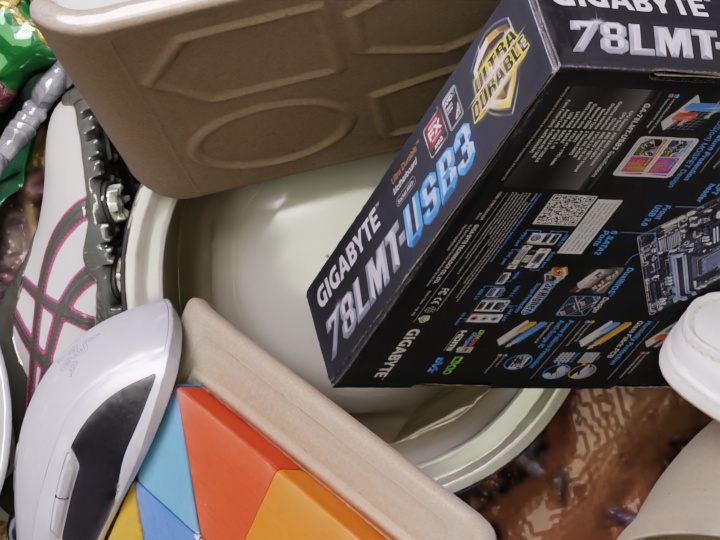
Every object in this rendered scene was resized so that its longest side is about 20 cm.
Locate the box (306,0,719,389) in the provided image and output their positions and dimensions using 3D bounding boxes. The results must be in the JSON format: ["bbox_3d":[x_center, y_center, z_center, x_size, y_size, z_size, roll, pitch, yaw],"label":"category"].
[{"bbox_3d":[0.107,-0.025,0.819,0.198,0.200,0.050,0,56,-27],"label":"box"}]

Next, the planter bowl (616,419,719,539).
[{"bbox_3d":[0.216,0.109,0.896,0.200,0.200,0.135,29,64,5],"label":"planter bowl"}]

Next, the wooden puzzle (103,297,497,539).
[{"bbox_3d":[-0.050,0.132,0.849,0.200,0.037,0.185,37,110,42],"label":"wooden puzzle"}]

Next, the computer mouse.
[{"bbox_3d":[-0.128,0.094,0.902,0.044,0.110,0.200,20,109,-16],"label":"computer mouse"}]

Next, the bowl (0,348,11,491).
[{"bbox_3d":[-0.237,0.075,0.927,0.201,0.090,0.201,-1,74,3],"label":"bowl"}]

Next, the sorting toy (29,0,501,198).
[{"bbox_3d":[-0.004,-0.081,0.813,0.200,0.185,0.036,-8,73,4],"label":"sorting toy"}]

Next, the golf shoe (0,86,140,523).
[{"bbox_3d":[-0.132,0.018,0.971,0.088,0.077,0.200,-3,88,11],"label":"golf shoe"}]

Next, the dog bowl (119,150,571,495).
[{"bbox_3d":[0.000,0.000,0.951,0.200,0.074,0.200,0,94,-1],"label":"dog bowl"}]

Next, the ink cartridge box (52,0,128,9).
[{"bbox_3d":[-0.044,-0.133,0.903,0.147,0.200,0.083,-14,91,5],"label":"ink cartridge box"}]

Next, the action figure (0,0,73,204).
[{"bbox_3d":[-0.183,-0.065,0.984,0.118,0.055,0.200,37,94,-6],"label":"action figure"}]

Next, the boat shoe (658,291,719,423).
[{"bbox_3d":[0.208,0.032,0.800,0.200,0.071,0.069,12,131,16],"label":"boat shoe"}]
